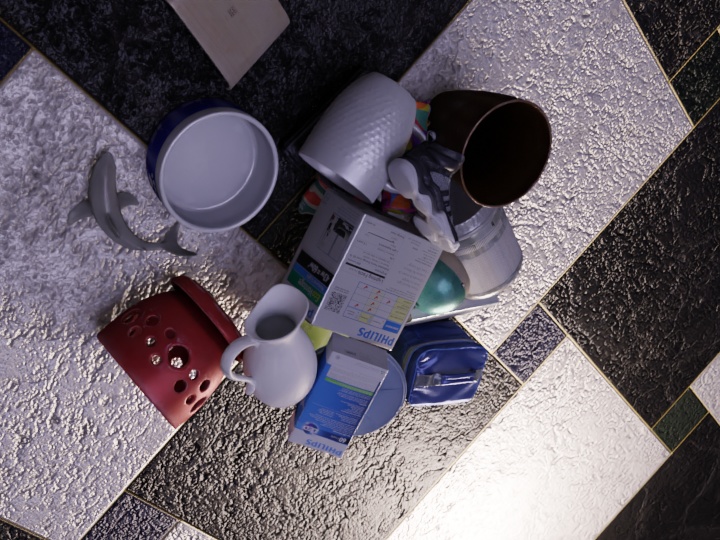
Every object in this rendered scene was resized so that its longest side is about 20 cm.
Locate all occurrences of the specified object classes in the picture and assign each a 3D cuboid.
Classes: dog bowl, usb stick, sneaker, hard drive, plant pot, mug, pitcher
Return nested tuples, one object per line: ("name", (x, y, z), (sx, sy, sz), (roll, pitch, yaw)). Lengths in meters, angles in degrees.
("dog bowl", (-0.234, -0.166, 1.569), (0.198, 0.079, 0.202), (-15, 122, -25))
("usb stick", (-0.051, -0.258, 1.661), (0.200, 0.033, 0.055), (-45, 137, -3))
("sneaker", (0.130, -0.128, 1.599), (0.114, 0.075, 0.201), (-47, 126, -18))
("hard drive", (0.151, 0.079, 1.920), (0.198, 0.132, 0.027), (-9, 83, -28))
("sneaker", (-0.027, -0.098, 1.754), (0.093, 0.071, 0.199), (-43, 134, 20))
("plant pot", (0.198, -0.234, 1.719), (0.185, 0.200, 0.189), (-14, 122, -24))
("plant pot", (-0.300, 0.125, 1.621), (0.182, 0.200, 0.201), (-41, 130, -16))
("mug", (0.027, -0.208, 1.612), (0.199, 0.148, 0.176), (34, 88, -19))
("pitcher", (-0.148, 0.143, 1.567), (0.171, 0.121, 0.201), (-38, 149, -27))

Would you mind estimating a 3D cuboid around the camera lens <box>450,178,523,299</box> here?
("camera lens", (0.204, -0.059, 1.848), (0.159, 0.160, 0.201), (-38, 129, -8))

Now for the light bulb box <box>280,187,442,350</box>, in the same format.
("light bulb box", (0.000, 0.000, 1.668), (0.197, 0.125, 0.202), (21, 101, -40))

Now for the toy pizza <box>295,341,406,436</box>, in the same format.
("toy pizza", (-0.019, 0.201, 1.711), (0.197, 0.032, 0.202), (0, 120, -1))

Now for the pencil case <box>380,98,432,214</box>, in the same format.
("pencil case", (0.080, -0.197, 1.704), (0.087, 0.088, 0.203), (5, 90, -33))

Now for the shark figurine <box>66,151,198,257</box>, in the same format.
("shark figurine", (-0.362, -0.064, 1.543), (0.128, 0.089, 0.215), (-43, 128, -2))

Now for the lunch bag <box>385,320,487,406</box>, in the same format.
("lunch bag", (0.156, 0.190, 1.975), (0.198, 0.132, 0.137), (-2, 117, -30))

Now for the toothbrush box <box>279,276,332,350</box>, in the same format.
("toothbrush box", (-0.072, 0.057, 1.790), (0.145, 0.086, 0.201), (34, 94, -40))

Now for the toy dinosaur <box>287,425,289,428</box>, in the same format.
("toy dinosaur", (-0.087, 0.191, 1.787), (0.179, 0.105, 0.202), (9, 112, -3))

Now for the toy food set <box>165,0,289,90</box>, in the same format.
("toy food set", (-0.206, -0.391, 1.484), (0.144, 0.060, 0.200), (-50, 132, -14))

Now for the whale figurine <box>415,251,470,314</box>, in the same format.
("whale figurine", (0.100, 0.014, 1.796), (0.104, 0.199, 0.160), (-52, 136, -24))

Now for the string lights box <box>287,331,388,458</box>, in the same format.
("string lights box", (-0.040, 0.211, 1.663), (0.102, 0.059, 0.201), (20, 118, -13))
